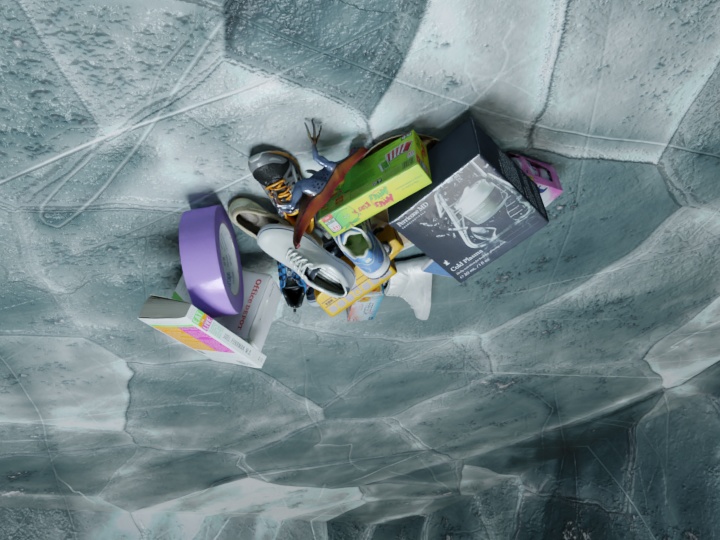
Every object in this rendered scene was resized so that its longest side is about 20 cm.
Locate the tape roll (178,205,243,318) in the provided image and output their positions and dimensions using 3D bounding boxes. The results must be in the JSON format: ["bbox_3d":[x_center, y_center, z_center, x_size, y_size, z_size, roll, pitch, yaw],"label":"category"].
[{"bbox_3d":[-0.269,-0.015,1.219,0.065,0.201,0.201,-10,147,0],"label":"tape roll"}]

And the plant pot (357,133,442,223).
[{"bbox_3d":[0.086,-0.167,1.210,0.198,0.028,0.201,-1,133,-1],"label":"plant pot"}]

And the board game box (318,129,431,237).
[{"bbox_3d":[0.021,-0.147,1.137,0.199,0.102,0.048,-27,128,22],"label":"board game box"}]

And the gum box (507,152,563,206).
[{"bbox_3d":[0.287,-0.137,1.301,0.113,0.067,0.200,10,143,-28],"label":"gum box"}]

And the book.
[{"bbox_3d":[-0.280,0.116,1.198,0.133,0.048,0.200,3,151,38],"label":"book"}]

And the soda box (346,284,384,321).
[{"bbox_3d":[0.006,0.055,1.482,0.068,0.064,0.200,-4,161,-8],"label":"soda box"}]

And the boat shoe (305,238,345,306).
[{"bbox_3d":[-0.073,0.000,1.378,0.091,0.071,0.200,31,135,-25],"label":"boat shoe"}]

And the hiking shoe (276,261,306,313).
[{"bbox_3d":[-0.136,-0.008,1.358,0.074,0.087,0.201,-9,137,-1],"label":"hiking shoe"}]

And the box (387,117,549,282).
[{"bbox_3d":[0.182,-0.117,1.158,0.196,0.124,0.200,37,122,-27],"label":"box"}]

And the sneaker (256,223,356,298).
[{"bbox_3d":[-0.097,-0.018,1.196,0.199,0.071,0.073,27,112,-6],"label":"sneaker"}]

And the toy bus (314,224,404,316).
[{"bbox_3d":[0.000,0.000,1.280,0.199,0.065,0.078,-35,119,14],"label":"toy bus"}]

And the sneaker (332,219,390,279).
[{"bbox_3d":[-0.016,-0.076,1.207,0.076,0.200,0.077,-41,150,5],"label":"sneaker"}]

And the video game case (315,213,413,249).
[{"bbox_3d":[0.034,-0.091,1.329,0.199,0.023,0.182,-24,137,21],"label":"video game case"}]

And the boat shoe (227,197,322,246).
[{"bbox_3d":[-0.155,-0.070,1.251,0.199,0.065,0.072,28,102,-27],"label":"boat shoe"}]

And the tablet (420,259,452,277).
[{"bbox_3d":[0.227,-0.043,1.358,0.129,0.014,0.200,10,144,-30],"label":"tablet"}]

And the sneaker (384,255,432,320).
[{"bbox_3d":[0.104,0.044,1.531,0.115,0.074,0.201,-7,137,-1],"label":"sneaker"}]

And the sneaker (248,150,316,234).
[{"bbox_3d":[-0.130,-0.138,1.186,0.078,0.078,0.200,-21,144,19],"label":"sneaker"}]

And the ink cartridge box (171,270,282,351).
[{"bbox_3d":[-0.276,0.075,1.341,0.199,0.147,0.084,9,152,19],"label":"ink cartridge box"}]

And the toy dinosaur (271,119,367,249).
[{"bbox_3d":[-0.057,-0.140,1.113,0.180,0.201,0.105,-21,163,-8],"label":"toy dinosaur"}]
